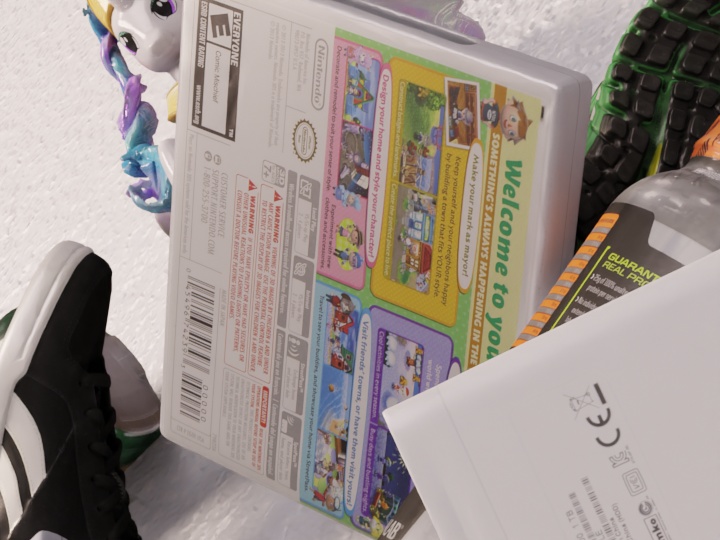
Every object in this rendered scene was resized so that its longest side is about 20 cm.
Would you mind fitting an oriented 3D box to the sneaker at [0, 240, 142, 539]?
[{"bbox_3d":[-0.106,0.097,1.240,0.073,0.111,0.201,-19,-54,-80],"label":"sneaker"}]

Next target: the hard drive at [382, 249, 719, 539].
[{"bbox_3d":[0.124,0.061,0.921,0.199,0.027,0.132,-26,78,2],"label":"hard drive"}]

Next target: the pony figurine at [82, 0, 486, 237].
[{"bbox_3d":[-0.027,-0.051,1.255,0.167,0.193,0.200,-47,50,13],"label":"pony figurine"}]

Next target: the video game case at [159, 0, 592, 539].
[{"bbox_3d":[0.000,0.000,1.098,0.182,0.022,0.201,22,118,37],"label":"video game case"}]

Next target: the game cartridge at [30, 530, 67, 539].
[{"bbox_3d":[-0.168,0.199,1.100,0.200,0.040,0.134,-44,25,36],"label":"game cartridge"}]

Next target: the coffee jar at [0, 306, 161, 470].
[{"bbox_3d":[-0.186,0.107,1.351,0.200,0.085,0.104,-43,-7,14],"label":"coffee jar"}]

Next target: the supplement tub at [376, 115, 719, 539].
[{"bbox_3d":[0.104,0.055,1.001,0.200,0.122,0.122,-55,31,-4],"label":"supplement tub"}]

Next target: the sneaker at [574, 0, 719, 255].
[{"bbox_3d":[0.104,-0.036,1.142,0.200,0.078,0.085,-48,-3,-18],"label":"sneaker"}]
